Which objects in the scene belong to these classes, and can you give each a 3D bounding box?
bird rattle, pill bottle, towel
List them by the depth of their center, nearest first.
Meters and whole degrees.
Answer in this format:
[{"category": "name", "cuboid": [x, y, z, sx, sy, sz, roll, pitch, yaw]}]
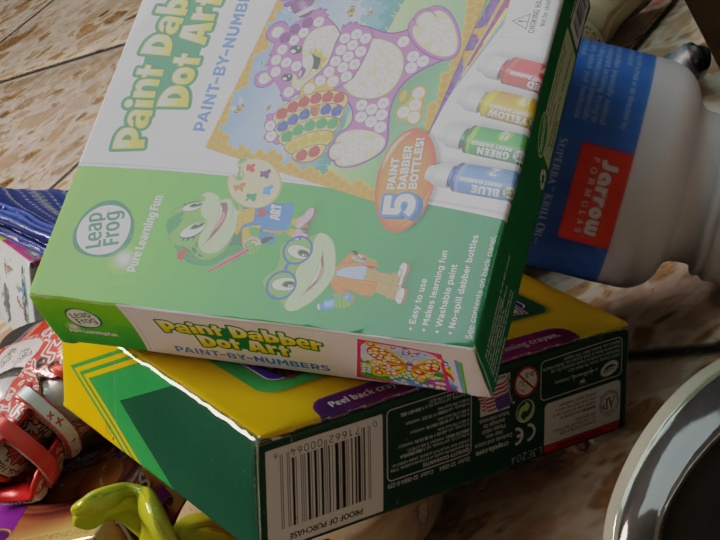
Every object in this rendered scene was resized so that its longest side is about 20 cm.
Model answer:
[{"category": "bird rattle", "cuboid": [-0.034, 0.114, 0.854, 0.162, 0.113, 0.200, -1, 22, 33]}, {"category": "pill bottle", "cuboid": [0.097, -0.055, 0.867, 0.199, 0.113, 0.112, 13, 32, 5]}, {"category": "towel", "cuboid": [-0.120, -0.027, 1.063, 0.199, 0.024, 0.144, -2, 18, -43]}]

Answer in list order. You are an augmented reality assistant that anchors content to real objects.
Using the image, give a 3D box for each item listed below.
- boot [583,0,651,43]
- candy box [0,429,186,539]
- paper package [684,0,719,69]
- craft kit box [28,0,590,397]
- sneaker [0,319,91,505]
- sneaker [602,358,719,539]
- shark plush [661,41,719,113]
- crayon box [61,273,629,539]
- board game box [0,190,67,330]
[{"category": "boot", "cuboid": [0.103, -0.166, 1.261, 0.199, 0.073, 0.156, -6, 33, 44]}, {"category": "candy box", "cuboid": [-0.176, 0.140, 0.987, 0.199, 0.057, 0.117, -14, 27, 34]}, {"category": "paper package", "cuboid": [0.243, -0.192, 0.961, 0.103, 0.201, 0.190, -38, 23, -14]}, {"category": "craft kit box", "cuboid": [-0.018, -0.054, 0.779, 0.196, 0.049, 0.201, 4, 60, 21]}, {"category": "sneaker", "cuboid": [-0.135, 0.055, 0.929, 0.201, 0.067, 0.108, -27, 27, 35]}, {"category": "sneaker", "cuboid": [0.183, 0.061, 0.654, 0.200, 0.075, 0.106, -37, 19, -17]}, {"category": "shark plush", "cuboid": [0.154, -0.072, 1.005, 0.200, 0.091, 0.084, 15, 80, 56]}, {"category": "crayon box", "cuboid": [-0.009, 0.043, 0.824, 0.199, 0.059, 0.172, -14, 25, -33]}, {"category": "board game box", "cuboid": [-0.178, -0.010, 1.241, 0.147, 0.065, 0.200, -12, 14, -22]}]
